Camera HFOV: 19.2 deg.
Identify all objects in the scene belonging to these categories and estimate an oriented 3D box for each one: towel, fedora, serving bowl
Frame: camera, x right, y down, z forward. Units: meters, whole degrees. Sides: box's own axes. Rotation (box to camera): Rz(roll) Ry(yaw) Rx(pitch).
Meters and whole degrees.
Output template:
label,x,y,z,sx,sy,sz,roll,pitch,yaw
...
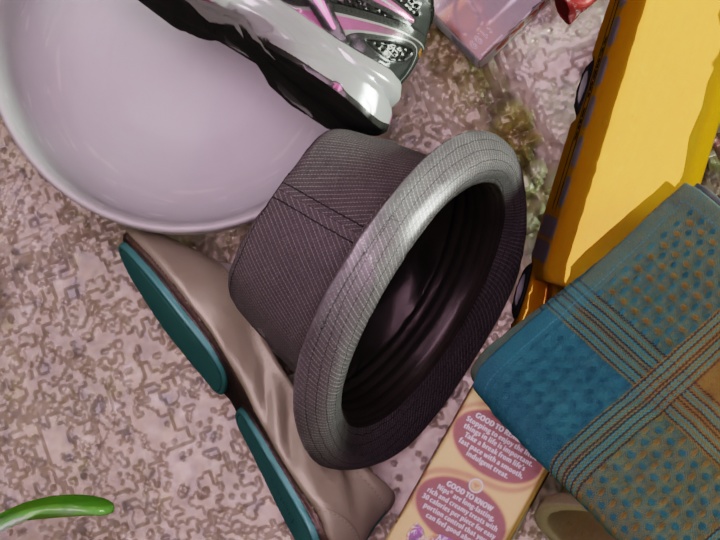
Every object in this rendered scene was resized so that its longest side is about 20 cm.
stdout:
label,x,y,z,sx,sy,sz,roll,pitch,yaw
towel,0.154,0.060,0.924,0.146,0.022,0.200,-38,48,-6
fedora,0.000,0.000,1.026,0.090,0.200,0.178,31,88,19
serving bowl,-0.090,-0.112,1.093,0.198,0.066,0.202,0,80,-1

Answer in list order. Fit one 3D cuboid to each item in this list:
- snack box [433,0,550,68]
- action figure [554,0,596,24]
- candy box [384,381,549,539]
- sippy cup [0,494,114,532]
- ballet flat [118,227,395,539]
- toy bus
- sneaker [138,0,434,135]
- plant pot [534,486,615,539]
label,x,y,z,sx,sy,sz,roll,pitch,yaw
snack box,0.109,-0.201,1.115,0.200,0.024,0.072,-44,82,-2
action figure,0.193,-0.185,1.099,0.200,0.052,0.066,-40,79,-3
candy box,0.041,0.136,1.039,0.056,0.117,0.201,28,87,6
sippy cup,-0.132,0.210,1.042,0.129,0.179,0.140,-6,40,-8
ballet flat,-0.048,0.053,1.084,0.069,0.069,0.201,-32,87,0
toy bus,0.132,-0.045,1.051,0.064,0.078,0.202,17,92,-4
sneaker,-0.051,-0.152,1.037,0.199,0.080,0.087,36,75,-6
plant pot,0.208,0.071,1.012,0.199,0.201,0.185,23,75,5
